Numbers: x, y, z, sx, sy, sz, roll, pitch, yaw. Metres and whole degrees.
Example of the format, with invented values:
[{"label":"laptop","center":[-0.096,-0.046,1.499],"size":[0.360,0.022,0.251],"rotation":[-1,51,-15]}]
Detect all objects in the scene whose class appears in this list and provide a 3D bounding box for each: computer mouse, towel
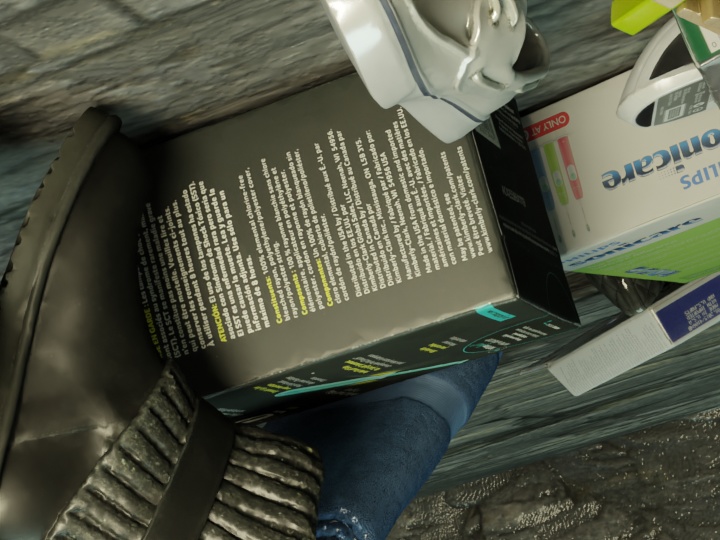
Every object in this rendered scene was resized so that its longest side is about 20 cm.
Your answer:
[{"label":"computer mouse","center":[0.210,-0.123,0.877],"size":[0.199,0.044,0.110],"rotation":[-19,169,1]},{"label":"towel","center":[0.001,0.089,0.979],"size":[0.111,0.049,0.200],"rotation":[-11,-157,32]}]

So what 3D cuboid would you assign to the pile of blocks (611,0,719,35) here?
[{"label":"pile of blocks","center":[0.139,-0.120,0.706],"size":[0.200,0.082,0.062],"rotation":[-7,165,-35]}]

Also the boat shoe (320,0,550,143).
[{"label":"boat shoe","center":[0.031,-0.101,0.720],"size":[0.065,0.074,0.200],"rotation":[-27,173,12]}]

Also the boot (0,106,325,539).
[{"label":"boot","center":[-0.085,0.048,0.797],"size":[0.157,0.212,0.079],"rotation":[18,163,-12]}]

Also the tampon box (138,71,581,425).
[{"label":"tampon box","center":[-0.016,-0.008,0.907],"size":[0.199,0.127,0.150],"rotation":[-18,169,15]}]

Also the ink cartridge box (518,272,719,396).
[{"label":"ink cartridge box","center":[0.254,0.035,1.503],"size":[0.199,0.041,0.200],"rotation":[-27,176,-31]}]

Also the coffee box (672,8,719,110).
[{"label":"coffee box","center":[0.247,-0.115,0.805],"size":[0.200,0.044,0.123],"rotation":[-25,143,13]}]

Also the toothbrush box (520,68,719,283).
[{"label":"toothbrush box","center":[0.193,-0.057,1.037],"size":[0.145,0.086,0.200],"rotation":[-22,166,32]}]

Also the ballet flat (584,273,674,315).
[{"label":"ballet flat","center":[0.206,0.009,1.399],"size":[0.066,0.057,0.200],"rotation":[-21,173,17]}]
